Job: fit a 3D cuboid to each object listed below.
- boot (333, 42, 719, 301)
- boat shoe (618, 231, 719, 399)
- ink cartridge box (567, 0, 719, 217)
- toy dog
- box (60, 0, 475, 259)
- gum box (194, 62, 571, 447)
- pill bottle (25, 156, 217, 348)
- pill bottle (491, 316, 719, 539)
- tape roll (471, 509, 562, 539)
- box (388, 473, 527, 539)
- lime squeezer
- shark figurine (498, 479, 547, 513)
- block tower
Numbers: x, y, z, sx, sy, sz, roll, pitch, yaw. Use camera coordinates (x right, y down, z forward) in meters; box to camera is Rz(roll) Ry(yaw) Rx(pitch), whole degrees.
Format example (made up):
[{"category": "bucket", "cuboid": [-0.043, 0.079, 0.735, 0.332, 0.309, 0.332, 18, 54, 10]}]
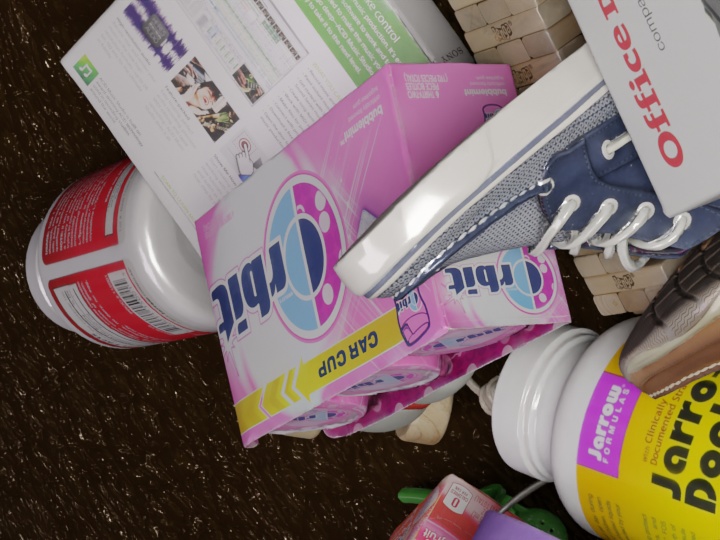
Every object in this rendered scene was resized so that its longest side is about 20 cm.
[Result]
[{"category": "boot", "cuboid": [0.088, -0.031, 0.699, 0.091, 0.200, 0.073, 51, 161, 0]}, {"category": "boat shoe", "cuboid": [0.180, 0.005, 0.698, 0.072, 0.076, 0.200, 46, 133, -7]}, {"category": "ink cartridge box", "cuboid": [0.156, -0.120, 0.608, 0.200, 0.083, 0.146, -30, 83, 60]}, {"category": "toy dog", "cuboid": [0.021, 0.033, 0.961, 0.199, 0.131, 0.097, -18, 67, 54]}, {"category": "box", "cuboid": [-0.052, -0.105, 0.922, 0.200, 0.036, 0.145, -37, 88, 42]}, {"category": "gum box", "cuboid": [0.000, 0.000, 0.817, 0.200, 0.066, 0.114, -33, 65, 54]}, {"category": "pill bottle", "cuboid": [-0.125, -0.013, 1.094, 0.199, 0.112, 0.113, -12, 110, 57]}, {"category": "pill bottle", "cuboid": [0.154, 0.080, 0.798, 0.199, 0.104, 0.105, 16, 132, 43]}, {"category": "tape roll", "cuboid": [0.125, 0.191, 0.814, 0.199, 0.085, 0.200, 28, 173, 4]}, {"category": "box", "cuboid": [0.092, 0.216, 0.976, 0.199, 0.103, 0.095, 34, 147, -1]}, {"category": "lime squeezer", "cuboid": [0.088, 0.150, 1.045, 0.199, 0.038, 0.071, 27, 170, 37]}, {"category": "shark figurine", "cuboid": [0.162, 0.131, 0.865, 0.214, 0.089, 0.129, 34, 142, 28]}, {"category": "block tower", "cuboid": [0.098, -0.074, 0.785, 0.058, 0.054, 0.201, -11, 111, 56]}]
